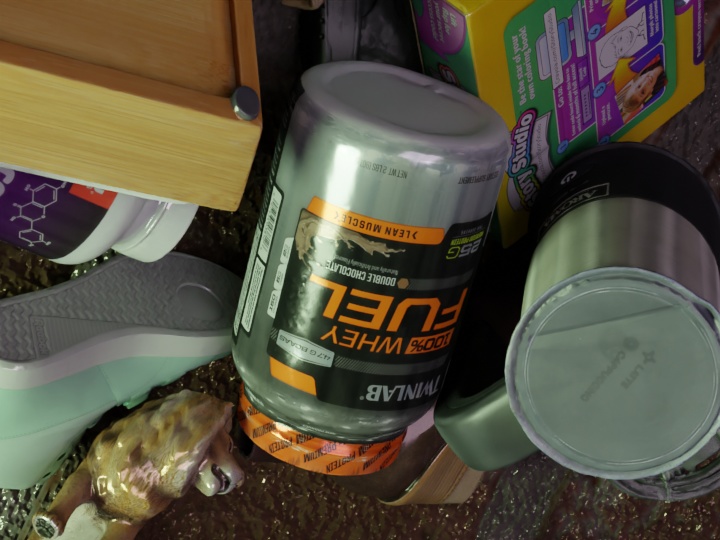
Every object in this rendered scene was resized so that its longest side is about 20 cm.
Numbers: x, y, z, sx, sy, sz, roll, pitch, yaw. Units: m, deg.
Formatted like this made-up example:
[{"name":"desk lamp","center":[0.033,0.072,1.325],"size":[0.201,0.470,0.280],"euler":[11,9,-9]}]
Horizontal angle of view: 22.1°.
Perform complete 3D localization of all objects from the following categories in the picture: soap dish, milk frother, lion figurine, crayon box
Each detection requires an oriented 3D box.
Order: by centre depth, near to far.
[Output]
[{"name":"soap dish","center":[-0.138,-0.124,0.871],"size":[0.198,0.081,0.159],"euler":[12,61,-34]},{"name":"milk frother","center":[0.159,0.062,1.019],"size":[0.199,0.188,0.181],"euler":[35,115,-6]},{"name":"lion figurine","center":[-0.152,0.143,1.028],"size":[0.073,0.199,0.123],"euler":[48,38,-7]},{"name":"crayon box","center":[0.118,-0.135,1.060],"size":[0.172,0.058,0.201],"euler":[-37,145,-16]}]

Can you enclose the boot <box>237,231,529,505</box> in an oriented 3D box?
[{"name":"boot","center":[0.029,0.043,1.108],"size":[0.165,0.072,0.202],"euler":[18,98,-30]}]

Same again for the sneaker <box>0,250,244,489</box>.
[{"name":"sneaker","center":[-0.149,0.059,1.042],"size":[0.199,0.074,0.119],"euler":[-13,142,-41]}]

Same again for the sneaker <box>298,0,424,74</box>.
[{"name":"sneaker","center":[0.017,-0.109,1.072],"size":[0.103,0.060,0.202],"euler":[-1,101,-22]}]

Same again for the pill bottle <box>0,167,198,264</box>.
[{"name":"pill bottle","center":[-0.180,-0.074,0.951],"size":[0.199,0.112,0.113],"euler":[23,93,-33]}]

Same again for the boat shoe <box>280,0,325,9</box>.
[{"name":"boat shoe","center":[-0.036,-0.174,1.010],"size":[0.198,0.072,0.073],"euler":[-21,78,-15]}]

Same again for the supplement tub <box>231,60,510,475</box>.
[{"name":"supplement tub","center":[0.000,0.000,0.994],"size":[0.121,0.123,0.202],"euler":[2,117,-26]}]
